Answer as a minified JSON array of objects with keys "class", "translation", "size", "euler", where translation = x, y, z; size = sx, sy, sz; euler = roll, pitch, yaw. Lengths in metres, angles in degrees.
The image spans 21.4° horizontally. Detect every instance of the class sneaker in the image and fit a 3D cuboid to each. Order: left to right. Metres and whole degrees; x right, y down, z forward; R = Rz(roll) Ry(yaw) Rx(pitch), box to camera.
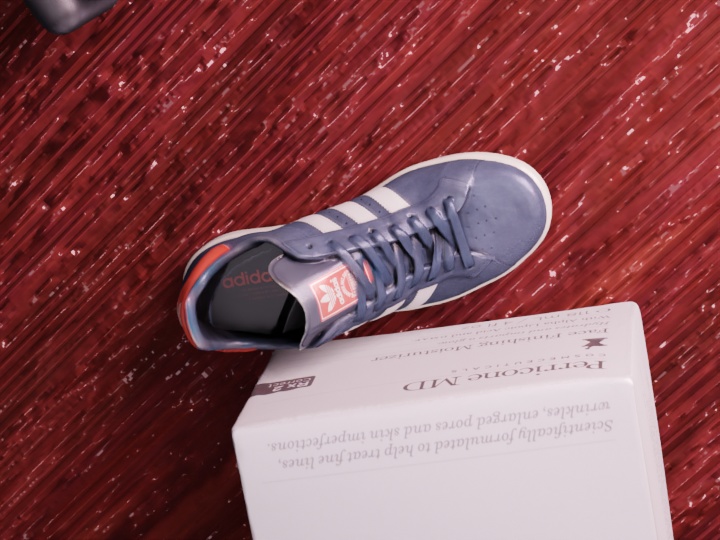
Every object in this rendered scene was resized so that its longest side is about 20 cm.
[{"class":"sneaker","translation":[0.000,0.000,0.952],"size":[0.199,0.085,0.075],"euler":[-19,102,13]}]

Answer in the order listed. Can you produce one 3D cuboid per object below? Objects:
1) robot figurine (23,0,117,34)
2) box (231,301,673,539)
[{"class":"robot figurine","translation":[-0.167,-0.213,0.893],"size":[0.150,0.125,0.201],"euler":[-35,100,-16]},{"class":"box","translation":[0.057,0.137,0.960],"size":[0.197,0.131,0.201],"euler":[-8,105,10]}]
